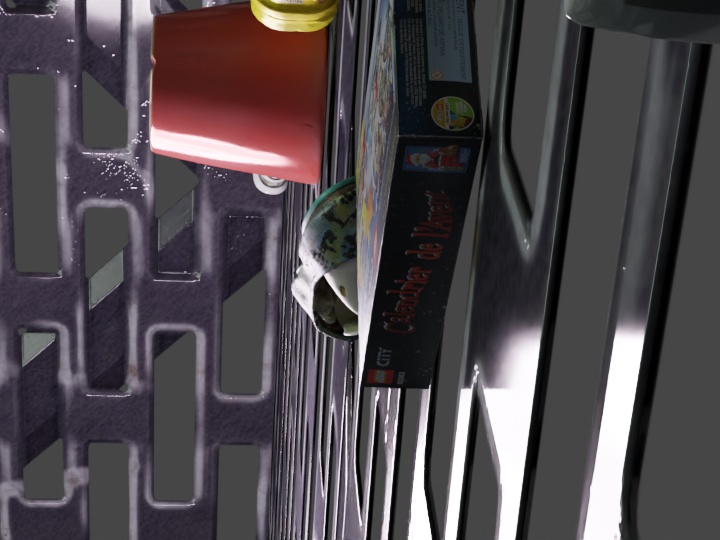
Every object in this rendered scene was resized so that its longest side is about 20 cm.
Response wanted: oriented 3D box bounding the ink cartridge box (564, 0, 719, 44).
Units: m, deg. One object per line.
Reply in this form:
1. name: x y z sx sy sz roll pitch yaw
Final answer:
1. ink cartridge box: 0.072 -0.168 0.312 0.160 0.047 0.200 99 176 -61

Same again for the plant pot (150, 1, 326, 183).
1. plant pot: -0.128 -0.191 1.809 0.200 0.177 0.201 -178 90 -85

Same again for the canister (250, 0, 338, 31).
1. canister: -0.055 -0.344 1.614 0.200 0.086 0.149 100 170 -55

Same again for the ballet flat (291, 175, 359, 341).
1. ballet flat: 0.000 0.000 1.053 0.200 0.074 0.074 103 168 -76

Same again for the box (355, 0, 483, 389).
1. box: 0.024 -0.052 0.840 0.200 0.038 0.137 98 172 -54

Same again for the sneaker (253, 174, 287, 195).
1. sneaker: -0.138 -0.233 2.777 0.115 0.075 0.201 116 149 -58
